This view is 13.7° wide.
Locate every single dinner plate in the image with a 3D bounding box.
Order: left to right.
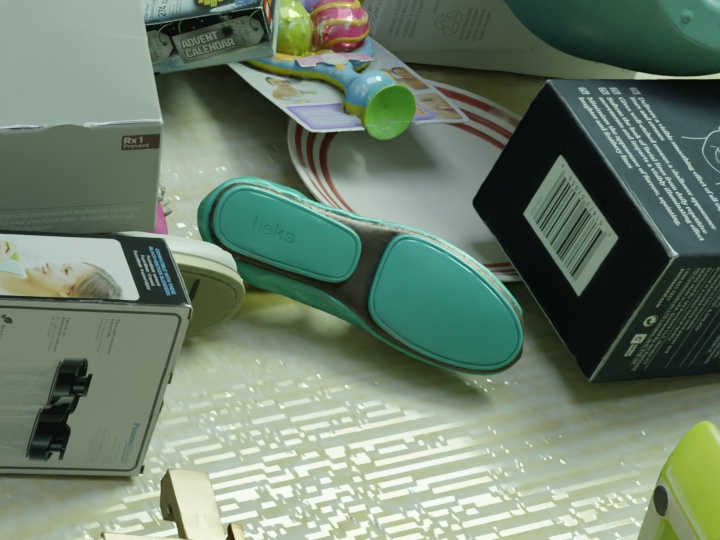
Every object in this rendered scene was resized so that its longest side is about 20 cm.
[{"bbox_3d":[0.049,-0.052,1.822,0.200,0.024,0.200,14,37,-11],"label":"dinner plate"}]

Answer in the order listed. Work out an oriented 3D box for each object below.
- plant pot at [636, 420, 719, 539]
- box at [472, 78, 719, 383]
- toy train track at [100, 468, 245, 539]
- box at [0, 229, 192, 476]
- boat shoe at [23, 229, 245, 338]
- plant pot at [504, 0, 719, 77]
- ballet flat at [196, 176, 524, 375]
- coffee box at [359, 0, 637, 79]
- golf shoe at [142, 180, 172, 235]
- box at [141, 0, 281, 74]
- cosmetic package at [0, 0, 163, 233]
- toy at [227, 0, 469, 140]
[{"bbox_3d":[0.234,0.185,1.465,0.181,0.199,0.200,-5,43,-21],"label":"plant pot"},{"bbox_3d":[0.195,-0.027,1.764,0.200,0.107,0.149,-3,47,-37],"label":"box"},{"bbox_3d":[-0.070,0.183,1.451,0.115,0.033,0.200,9,42,-28],"label":"toy train track"},{"bbox_3d":[-0.196,0.041,1.500,0.200,0.117,0.060,2,37,-22],"label":"box"},{"bbox_3d":[-0.161,-0.004,1.609,0.200,0.075,0.068,1,46,-24],"label":"boat shoe"},{"bbox_3d":[0.195,-0.206,1.798,0.200,0.201,0.161,4,14,-23],"label":"plant pot"},{"bbox_3d":[0.000,0.000,1.687,0.200,0.067,0.070,24,-4,-11],"label":"ballet flat"},{"bbox_3d":[0.092,-0.266,1.971,0.200,0.200,0.198,3,38,-22],"label":"coffee box"},{"bbox_3d":[-0.177,-0.082,1.722,0.091,0.075,0.200,-29,64,-3],"label":"golf shoe"},{"bbox_3d":[-0.116,-0.191,1.857,0.137,0.040,0.200,-9,36,9],"label":"box"},{"bbox_3d":[-0.169,-0.113,1.614,0.107,0.090,0.200,-2,48,-9],"label":"cosmetic package"},{"bbox_3d":[-0.027,-0.145,1.851,0.115,0.047,0.200,-6,33,-31],"label":"toy"}]
